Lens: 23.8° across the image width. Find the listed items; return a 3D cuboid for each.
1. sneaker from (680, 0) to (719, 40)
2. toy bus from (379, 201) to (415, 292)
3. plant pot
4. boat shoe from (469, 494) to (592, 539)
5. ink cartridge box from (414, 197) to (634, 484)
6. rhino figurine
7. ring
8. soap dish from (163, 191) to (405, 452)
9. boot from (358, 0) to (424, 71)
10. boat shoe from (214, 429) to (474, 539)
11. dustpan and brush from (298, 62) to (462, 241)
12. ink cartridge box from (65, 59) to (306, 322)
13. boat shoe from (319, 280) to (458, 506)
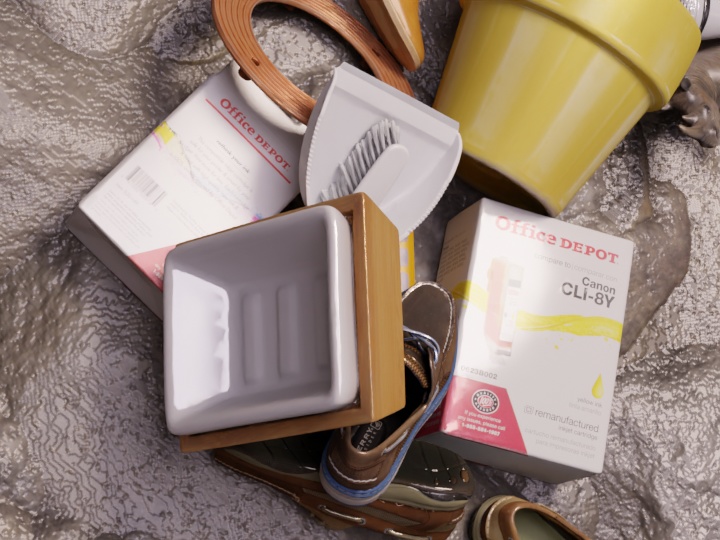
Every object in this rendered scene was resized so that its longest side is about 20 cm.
[{"bbox_3d":[0.298,-0.273,1.519,0.114,0.075,0.201,2,49,-19],"label":"sneaker"},{"bbox_3d":[0.000,0.000,1.378,0.078,0.065,0.201,3,76,-20],"label":"toy bus"},{"bbox_3d":[0.148,-0.155,1.408,0.200,0.201,0.189,31,85,-10],"label":"plant pot"},{"bbox_3d":[0.177,0.253,1.372,0.200,0.074,0.076,37,69,-8],"label":"boat shoe"},{"bbox_3d":[0.132,0.058,1.399,0.144,0.083,0.201,16,72,-15],"label":"ink cartridge box"},{"bbox_3d":[0.309,-0.156,1.493,0.088,0.060,0.200,49,39,1],"label":"rhino figurine"},{"bbox_3d":[-0.038,-0.167,1.378,0.200,0.019,0.201,30,33,-21],"label":"ring"},{"bbox_3d":[-0.054,0.042,1.220,0.081,0.199,0.158,10,73,-45],"label":"soap dish"},{"bbox_3d":[0.058,-0.280,1.456,0.143,0.071,0.202,-22,77,-12],"label":"boot"},{"bbox_3d":[-0.016,0.166,1.317,0.199,0.074,0.076,15,29,4],"label":"boat shoe"},{"bbox_3d":[-0.009,-0.040,1.307,0.139,0.057,0.200,23,106,-37],"label":"dustpan and brush"},{"bbox_3d":[-0.120,-0.070,1.351,0.116,0.067,0.200,45,69,-4],"label":"ink cartridge box"},{"bbox_3d":[0.032,0.080,1.275,0.072,0.072,0.201,21,55,1],"label":"boat shoe"}]
